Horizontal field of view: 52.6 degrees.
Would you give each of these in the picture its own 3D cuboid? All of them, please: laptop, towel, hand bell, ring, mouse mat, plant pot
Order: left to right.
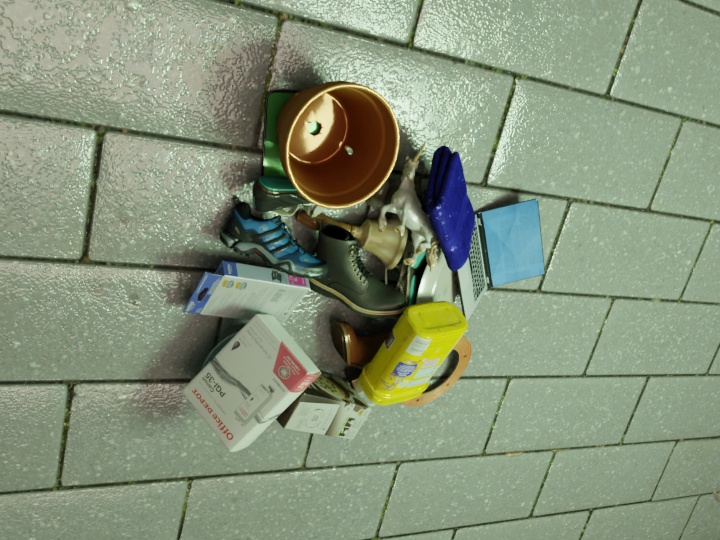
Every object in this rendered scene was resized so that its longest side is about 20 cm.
[{"bbox_3d":[-0.095,-0.212,1.271,0.159,0.008,0.202,-5,116,-26],"label":"mouse mat"},{"bbox_3d":[-0.053,-0.220,1.199,0.198,0.140,0.202,-12,119,-22],"label":"plant pot"},{"bbox_3d":[-0.023,-0.076,1.340,0.198,0.104,0.105,14,107,-20],"label":"hand bell"},{"bbox_3d":[0.158,0.215,1.576,0.199,0.019,0.202,-22,137,-22],"label":"ring"},{"bbox_3d":[0.169,-0.111,1.327,0.200,0.049,0.149,59,36,-52],"label":"towel"},{"bbox_3d":[0.286,-0.020,1.494,0.200,0.115,0.189,-49,135,-43],"label":"laptop"}]

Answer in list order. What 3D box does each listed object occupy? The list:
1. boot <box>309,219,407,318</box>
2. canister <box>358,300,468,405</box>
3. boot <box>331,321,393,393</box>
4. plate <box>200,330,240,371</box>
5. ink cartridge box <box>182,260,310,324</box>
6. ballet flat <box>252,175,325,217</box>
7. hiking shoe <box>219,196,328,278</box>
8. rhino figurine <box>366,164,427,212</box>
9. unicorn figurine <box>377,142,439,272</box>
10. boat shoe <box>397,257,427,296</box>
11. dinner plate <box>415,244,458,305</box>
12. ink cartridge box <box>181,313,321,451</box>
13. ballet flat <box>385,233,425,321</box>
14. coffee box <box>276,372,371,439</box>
[{"bbox_3d":[0.000,0.000,1.310,0.198,0.078,0.139,17,131,1],"label":"boot"},{"bbox_3d":[0.101,0.155,1.383,0.147,0.087,0.201,-6,139,-39],"label":"canister"},{"bbox_3d":[0.032,0.149,1.469,0.154,0.077,0.202,-27,125,-12],"label":"boot"},{"bbox_3d":[-0.214,0.195,1.395,0.198,0.026,0.202,-12,118,-23],"label":"plate"},{"bbox_3d":[-0.202,0.040,1.287,0.198,0.042,0.120,8,139,-32],"label":"ink cartridge box"},{"bbox_3d":[-0.101,-0.130,1.264,0.198,0.068,0.069,-4,132,-33],"label":"ballet flat"},{"bbox_3d":[-0.139,-0.049,1.257,0.198,0.074,0.088,22,96,-12],"label":"hiking shoe"},{"bbox_3d":[0.090,-0.147,1.366,0.198,0.060,0.088,11,103,-30],"label":"rhino figurine"},{"bbox_3d":[0.089,-0.103,1.296,0.138,0.073,0.201,-63,143,-36],"label":"unicorn figurine"},{"bbox_3d":[0.120,0.070,1.480,0.062,0.074,0.204,-13,115,-12],"label":"boat shoe"},{"bbox_3d":[0.163,0.036,1.455,0.200,0.024,0.202,-38,137,-47],"label":"dinner plate"},{"bbox_3d":[-0.192,0.197,1.285,0.200,0.147,0.083,-45,167,6],"label":"ink cartridge box"},{"bbox_3d":[0.085,-0.004,1.391,0.068,0.075,0.202,2,103,-71],"label":"ballet flat"},{"bbox_3d":[-0.089,0.253,1.411,0.199,0.113,0.080,23,102,-47],"label":"coffee box"}]
